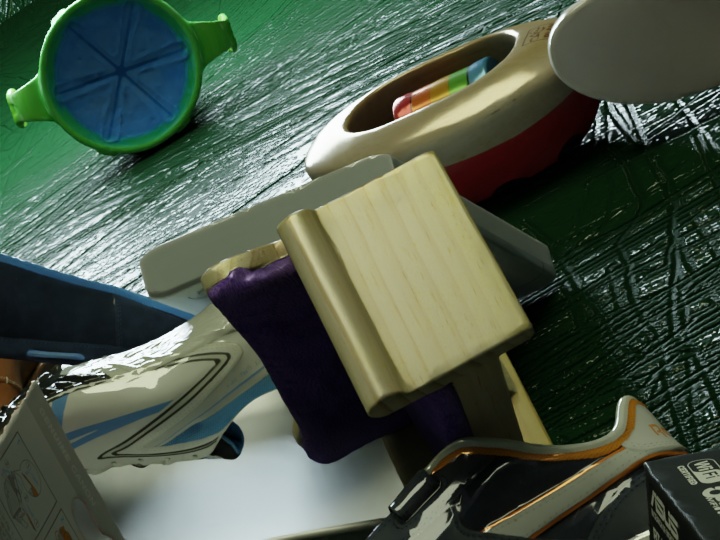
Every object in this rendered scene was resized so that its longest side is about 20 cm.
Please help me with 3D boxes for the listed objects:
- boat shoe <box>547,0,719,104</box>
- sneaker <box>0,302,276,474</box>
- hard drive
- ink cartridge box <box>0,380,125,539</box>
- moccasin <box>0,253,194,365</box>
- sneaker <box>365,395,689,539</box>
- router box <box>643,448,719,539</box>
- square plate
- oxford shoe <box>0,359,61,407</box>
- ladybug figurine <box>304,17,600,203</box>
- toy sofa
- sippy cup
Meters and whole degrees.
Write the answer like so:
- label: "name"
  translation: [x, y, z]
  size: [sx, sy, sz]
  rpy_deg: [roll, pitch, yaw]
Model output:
- label: "boat shoe"
  translation: [0.201, -0.147, 1.291]
  size: [0.199, 0.075, 0.093]
  rpy_deg: [-12, 14, 3]
- label: "sneaker"
  translation: [-0.100, 0.067, 1.031]
  size: [0.199, 0.073, 0.072]
  rpy_deg: [-24, 10, 15]
- label: "hard drive"
  translation: [0.000, 0.000, 1.100]
  size: [0.131, 0.027, 0.200]
  rpy_deg: [-22, -20, 20]
- label: "ink cartridge box"
  translation: [-0.130, 0.157, 0.855]
  size: [0.050, 0.162, 0.200]
  rpy_deg: [-21, 19, 15]
- label: "moccasin"
  translation: [-0.141, 0.042, 1.211]
  size: [0.080, 0.199, 0.069]
  rpy_deg: [166, 120, -77]
- label: "sneaker"
  translation: [0.032, 0.113, 0.819]
  size: [0.199, 0.080, 0.078]
  rpy_deg: [-24, -26, 1]
- label: "router box"
  translation: [0.175, 0.098, 0.616]
  size: [0.149, 0.063, 0.200]
  rpy_deg: [-9, 17, -7]
- label: "square plate"
  translation: [-0.053, 0.092, 1.056]
  size: [0.199, 0.029, 0.198]
  rpy_deg: [-13, 22, 3]
- label: "oxford shoe"
  translation: [-0.238, 0.076, 1.401]
  size: [0.071, 0.072, 0.200]
  rpy_deg: [-25, 20, 10]
- label: "ladybug figurine"
  translation: [0.063, -0.084, 1.349]
  size: [0.199, 0.072, 0.136]
  rpy_deg: [-22, 20, 25]
- label: "toy sofa"
  translation: [0.017, 0.048, 0.867]
  size: [0.097, 0.083, 0.200]
  rpy_deg: [-27, -26, -2]
- label: "sippy cup"
  translation: [-0.201, -0.169, 1.928]
  size: [0.130, 0.177, 0.140]
  rpy_deg: [-128, 54, -83]
